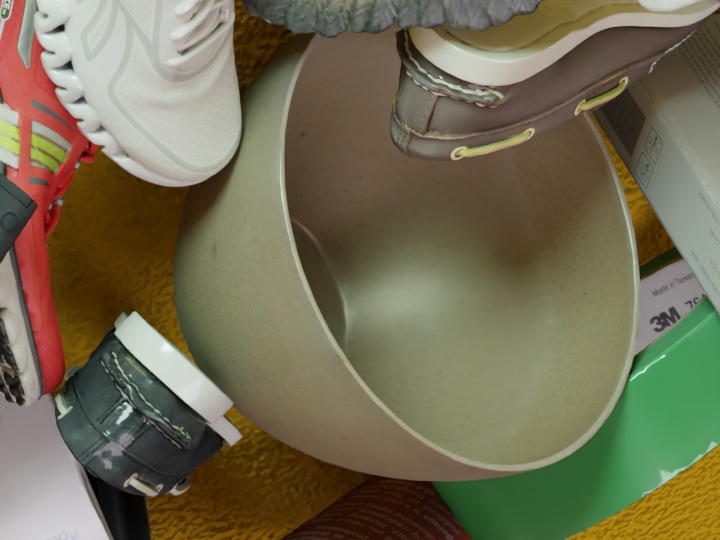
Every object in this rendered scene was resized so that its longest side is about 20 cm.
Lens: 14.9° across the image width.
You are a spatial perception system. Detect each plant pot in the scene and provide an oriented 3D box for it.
[{"bbox_3d":[0.000,0.000,1.137,0.200,0.201,0.134,17,152,-39],"label":"plant pot"}]

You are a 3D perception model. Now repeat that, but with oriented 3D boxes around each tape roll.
[{"bbox_3d":[0.121,0.049,1.235,0.200,0.200,0.048,-34,98,8],"label":"tape roll"}]

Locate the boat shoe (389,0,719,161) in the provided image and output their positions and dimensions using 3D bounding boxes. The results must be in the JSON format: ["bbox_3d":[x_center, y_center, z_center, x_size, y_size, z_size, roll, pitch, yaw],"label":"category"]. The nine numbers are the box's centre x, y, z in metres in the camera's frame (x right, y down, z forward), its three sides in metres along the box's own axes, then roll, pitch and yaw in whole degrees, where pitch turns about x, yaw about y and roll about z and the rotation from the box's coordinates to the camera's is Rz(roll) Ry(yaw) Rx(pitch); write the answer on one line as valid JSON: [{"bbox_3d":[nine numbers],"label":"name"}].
[{"bbox_3d":[0.082,-0.095,1.115,0.200,0.072,0.060,-27,147,-49],"label":"boat shoe"}]

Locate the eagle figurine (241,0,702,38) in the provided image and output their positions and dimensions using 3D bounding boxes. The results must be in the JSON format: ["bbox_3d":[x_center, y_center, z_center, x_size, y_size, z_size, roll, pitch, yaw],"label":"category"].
[{"bbox_3d":[0.041,-0.165,1.009,0.199,0.153,0.151,0,173,-19],"label":"eagle figurine"}]

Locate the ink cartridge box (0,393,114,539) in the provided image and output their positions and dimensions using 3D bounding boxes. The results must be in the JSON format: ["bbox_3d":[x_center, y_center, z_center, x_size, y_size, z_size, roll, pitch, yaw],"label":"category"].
[{"bbox_3d":[-0.181,0.130,1.149,0.162,0.201,0.057,-25,165,-3],"label":"ink cartridge box"}]

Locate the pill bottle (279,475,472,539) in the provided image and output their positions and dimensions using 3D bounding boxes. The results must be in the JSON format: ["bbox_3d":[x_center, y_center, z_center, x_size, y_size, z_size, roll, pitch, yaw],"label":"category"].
[{"bbox_3d":[0.002,0.165,1.281,0.200,0.112,0.112,-29,152,-50],"label":"pill bottle"}]

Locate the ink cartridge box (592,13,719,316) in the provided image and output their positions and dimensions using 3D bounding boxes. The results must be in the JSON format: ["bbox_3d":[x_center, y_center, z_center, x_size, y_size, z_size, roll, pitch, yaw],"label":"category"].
[{"bbox_3d":[0.212,-0.036,1.180,0.175,0.200,0.045,-4,135,-24],"label":"ink cartridge box"}]

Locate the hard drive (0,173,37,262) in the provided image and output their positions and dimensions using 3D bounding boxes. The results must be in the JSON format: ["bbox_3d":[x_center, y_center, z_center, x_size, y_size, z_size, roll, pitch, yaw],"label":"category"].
[{"bbox_3d":[-0.220,0.019,0.944,0.139,0.033,0.200,39,76,-28],"label":"hard drive"}]

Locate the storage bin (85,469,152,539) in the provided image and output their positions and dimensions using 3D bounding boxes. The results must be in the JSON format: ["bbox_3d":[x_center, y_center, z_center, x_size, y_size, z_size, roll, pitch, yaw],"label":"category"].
[{"bbox_3d":[-0.160,0.174,1.256,0.134,0.146,0.201,-7,136,-7],"label":"storage bin"}]

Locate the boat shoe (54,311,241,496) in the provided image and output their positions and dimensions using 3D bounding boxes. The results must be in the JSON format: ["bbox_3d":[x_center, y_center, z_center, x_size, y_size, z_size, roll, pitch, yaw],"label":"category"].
[{"bbox_3d":[-0.093,0.059,1.135,0.060,0.076,0.200,-46,173,-6],"label":"boat shoe"}]

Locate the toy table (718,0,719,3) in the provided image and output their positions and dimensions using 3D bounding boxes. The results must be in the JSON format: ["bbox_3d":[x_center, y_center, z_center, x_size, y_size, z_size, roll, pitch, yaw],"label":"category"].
[{"bbox_3d":[0.223,-0.144,1.107,0.200,0.117,0.184,37,80,-47],"label":"toy table"}]

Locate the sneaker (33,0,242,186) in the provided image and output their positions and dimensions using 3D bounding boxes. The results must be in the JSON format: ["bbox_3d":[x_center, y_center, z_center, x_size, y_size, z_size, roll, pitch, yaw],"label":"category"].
[{"bbox_3d":[-0.075,-0.114,0.995,0.075,0.081,0.201,-47,134,-38],"label":"sneaker"}]

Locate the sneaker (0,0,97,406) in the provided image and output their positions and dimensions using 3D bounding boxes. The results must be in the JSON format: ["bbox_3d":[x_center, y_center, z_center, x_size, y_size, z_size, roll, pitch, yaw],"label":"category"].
[{"bbox_3d":[-0.125,-0.045,1.048,0.085,0.077,0.201,-15,111,-28],"label":"sneaker"}]
